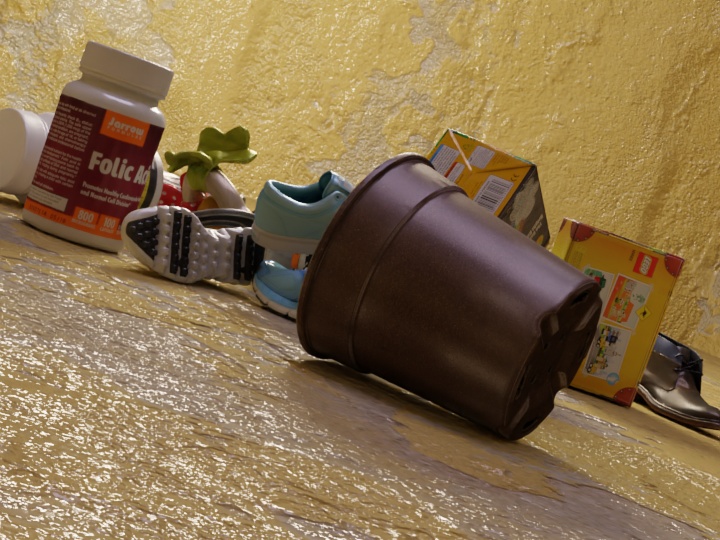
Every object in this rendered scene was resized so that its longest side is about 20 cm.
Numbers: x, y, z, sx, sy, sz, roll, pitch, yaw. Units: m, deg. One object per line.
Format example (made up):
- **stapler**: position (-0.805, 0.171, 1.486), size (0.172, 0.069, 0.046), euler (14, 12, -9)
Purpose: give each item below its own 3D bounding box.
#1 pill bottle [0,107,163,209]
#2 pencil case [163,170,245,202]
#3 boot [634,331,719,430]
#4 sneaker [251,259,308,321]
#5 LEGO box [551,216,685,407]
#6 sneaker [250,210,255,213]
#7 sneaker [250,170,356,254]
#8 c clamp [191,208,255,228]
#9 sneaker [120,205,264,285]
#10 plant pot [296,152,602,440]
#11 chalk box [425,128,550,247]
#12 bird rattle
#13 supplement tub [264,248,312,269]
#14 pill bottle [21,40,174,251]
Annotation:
- **pill bottle**: position (-0.339, -0.120, 1.698), size (0.114, 0.115, 0.200), euler (23, 5, 41)
- **pencil case**: position (-0.256, -0.100, 2.072), size (0.199, 0.078, 0.089), euler (20, -17, 9)
- **boot**: position (0.419, 0.144, 1.905), size (0.075, 0.097, 0.200), euler (17, 4, -32)
- **sneaker**: position (-0.025, 0.018, 1.498), size (0.200, 0.090, 0.078), euler (18, 2, 36)
- **LEGO box**: position (0.300, 0.051, 1.835), size (0.148, 0.201, 0.077), euler (19, 4, -8)
- **sneaker**: position (-0.125, -0.044, 1.989), size (0.087, 0.074, 0.200), euler (26, 10, 8)
- **sneaker**: position (-0.014, -0.062, 1.535), size (0.199, 0.082, 0.074), euler (-1, 31, -16)
- **c clamp**: position (-0.178, -0.042, 1.673), size (0.170, 0.027, 0.200), euler (-12, -19, 24)
- **sneaker**: position (-0.187, -0.023, 1.510), size (0.081, 0.075, 0.200), euler (6, -7, 33)
- **plant pot**: position (0.083, 0.031, 1.226), size (0.198, 0.201, 0.200), euler (30, 8, 26)
- **chalk box**: position (0.135, -0.044, 1.683), size (0.124, 0.125, 0.200), euler (25, -23, 26)
- **bird rattle**: position (-0.193, -0.077, 1.803), size (0.112, 0.200, 0.163), euler (-21, 65, -35)
- **supplement tub**: position (0.000, 0.000, 1.640), size (0.200, 0.123, 0.122), euler (21, 4, 31)
- **pill bottle**: position (-0.272, -0.131, 1.524), size (0.114, 0.201, 0.114), euler (19, 4, -1)
